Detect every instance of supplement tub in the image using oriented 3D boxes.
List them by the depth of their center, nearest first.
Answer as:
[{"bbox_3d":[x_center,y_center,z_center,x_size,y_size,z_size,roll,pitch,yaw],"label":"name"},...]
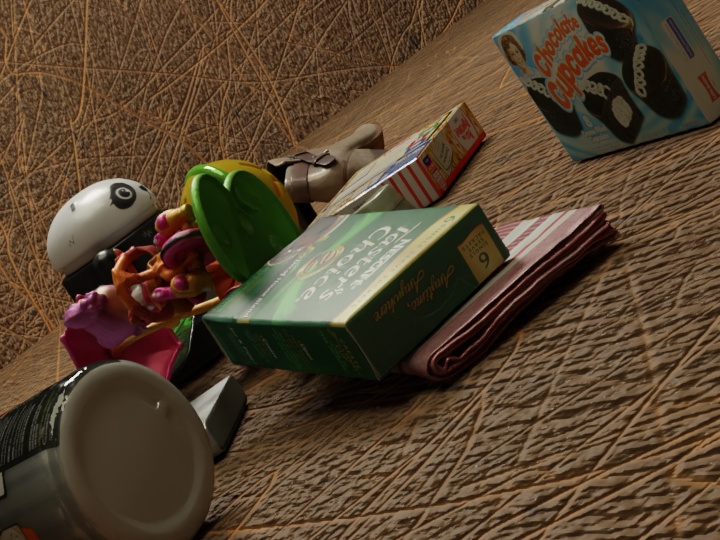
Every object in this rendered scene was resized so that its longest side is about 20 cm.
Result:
[{"bbox_3d":[-0.193,0.142,0.993,0.199,0.123,0.123,-29,10,40],"label":"supplement tub"}]

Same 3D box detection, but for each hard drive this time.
[{"bbox_3d":[-0.176,0.157,1.179,0.199,0.027,0.132,-35,8,10],"label":"hard drive"}]

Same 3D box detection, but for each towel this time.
[{"bbox_3d":[0.068,0.018,0.995,0.144,0.023,0.200,-40,7,-12],"label":"towel"}]

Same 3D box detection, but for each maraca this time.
[{"bbox_3d":[-0.121,-0.039,1.587,0.107,0.137,0.200,-45,-10,-20],"label":"maraca"}]

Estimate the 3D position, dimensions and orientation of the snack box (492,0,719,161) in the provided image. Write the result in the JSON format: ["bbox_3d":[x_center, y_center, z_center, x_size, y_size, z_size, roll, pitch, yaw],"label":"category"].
[{"bbox_3d":[0.175,-0.145,1.133,0.037,0.117,0.200,-37,8,-17],"label":"snack box"}]

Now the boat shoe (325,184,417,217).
[{"bbox_3d":[-0.013,-0.020,1.377,0.199,0.062,0.072,-28,10,46],"label":"boat shoe"}]

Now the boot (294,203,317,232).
[{"bbox_3d":[-0.126,-0.044,1.943,0.150,0.074,0.200,-33,15,3],"label":"boot"}]

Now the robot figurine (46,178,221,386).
[{"bbox_3d":[-0.209,0.009,1.526,0.125,0.201,0.150,-39,9,-33],"label":"robot figurine"}]

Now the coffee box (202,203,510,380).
[{"bbox_3d":[-0.007,0.011,1.011,0.123,0.044,0.199,-40,19,-23],"label":"coffee box"}]

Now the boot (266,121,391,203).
[{"bbox_3d":[-0.038,-0.125,1.881,0.144,0.071,0.200,-10,14,-9],"label":"boot"}]

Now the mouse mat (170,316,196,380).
[{"bbox_3d":[-0.191,0.081,1.367,0.200,0.007,0.162,-46,26,30],"label":"mouse mat"}]

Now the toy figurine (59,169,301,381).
[{"bbox_3d":[-0.143,0.026,1.179,0.182,0.152,0.200,-26,-24,15],"label":"toy figurine"}]

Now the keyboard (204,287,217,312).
[{"bbox_3d":[-0.102,0.022,1.343,0.056,0.011,0.200,-40,-22,-8],"label":"keyboard"}]

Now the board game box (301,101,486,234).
[{"bbox_3d":[0.036,-0.088,1.615,0.151,0.047,0.200,-32,10,26],"label":"board game box"}]
